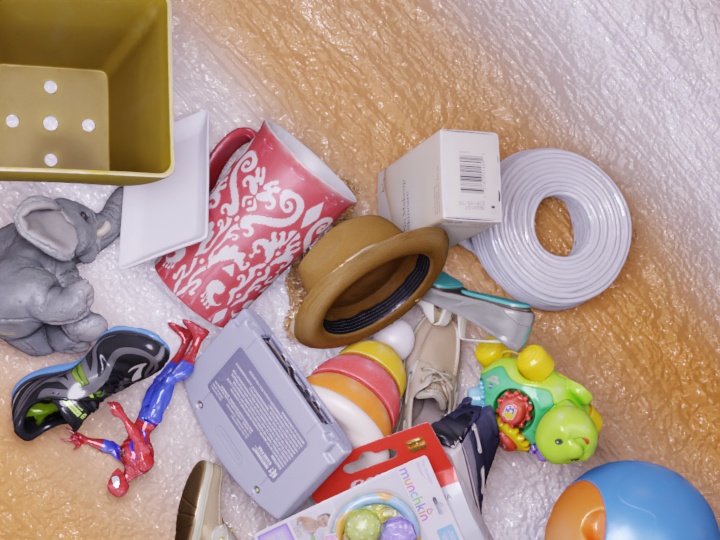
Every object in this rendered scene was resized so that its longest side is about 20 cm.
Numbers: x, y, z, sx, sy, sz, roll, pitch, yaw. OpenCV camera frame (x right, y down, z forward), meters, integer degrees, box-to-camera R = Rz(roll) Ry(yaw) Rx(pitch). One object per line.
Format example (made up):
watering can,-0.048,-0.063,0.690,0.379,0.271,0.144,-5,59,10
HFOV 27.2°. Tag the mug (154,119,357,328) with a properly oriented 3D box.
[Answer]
mug,-0.121,-0.052,1.631,0.133,0.178,0.200,39,99,-21

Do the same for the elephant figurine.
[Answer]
elephant figurine,-0.331,-0.019,1.577,0.141,0.155,0.200,-10,63,17

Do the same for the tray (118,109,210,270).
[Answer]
tray,-0.205,-0.085,1.605,0.022,0.107,0.200,53,24,-43

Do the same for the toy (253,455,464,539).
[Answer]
toy,0.002,0.289,1.557,0.200,0.047,0.115,-24,104,2

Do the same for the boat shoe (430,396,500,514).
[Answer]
boat shoe,0.123,0.236,1.674,0.093,0.075,0.200,-38,136,-35

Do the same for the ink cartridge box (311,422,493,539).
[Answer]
ink cartridge box,0.042,0.272,1.603,0.160,0.047,0.200,-22,120,12

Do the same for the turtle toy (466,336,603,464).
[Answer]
turtle toy,0.199,0.161,1.687,0.146,0.200,0.101,47,71,-27

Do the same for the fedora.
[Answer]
fedora,0.000,0.000,1.615,0.200,0.201,0.082,-26,61,-22

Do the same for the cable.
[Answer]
cable,0.232,-0.053,1.804,0.200,0.069,0.200,-44,96,-22

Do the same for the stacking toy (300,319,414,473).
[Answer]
stacking toy,0.003,0.129,1.676,0.146,0.146,0.200,43,50,-8

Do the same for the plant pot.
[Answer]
plant pot,-0.314,-0.177,1.571,0.200,0.176,0.200,1,79,-20

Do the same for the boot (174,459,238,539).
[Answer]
boot,-0.120,0.308,1.606,0.154,0.072,0.200,6,83,-18

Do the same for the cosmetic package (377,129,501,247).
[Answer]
cosmetic package,0.086,-0.084,1.687,0.073,0.200,0.104,3,78,-20

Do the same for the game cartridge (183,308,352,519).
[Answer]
game cartridge,-0.106,0.158,1.591,0.200,0.133,0.041,53,23,23

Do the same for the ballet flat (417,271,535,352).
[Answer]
ballet flat,0.108,0.042,1.697,0.067,0.200,0.064,2,106,-50

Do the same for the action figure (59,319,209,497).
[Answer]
action figure,-0.245,0.139,1.596,0.099,0.065,0.200,26,72,-23

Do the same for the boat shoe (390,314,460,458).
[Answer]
boat shoe,0.082,0.141,1.714,0.072,0.065,0.200,20,74,-15

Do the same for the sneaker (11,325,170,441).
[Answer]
sneaker,-0.276,0.122,1.531,0.071,0.199,0.083,49,24,-36

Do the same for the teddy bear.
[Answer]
teddy bear,-0.045,-0.012,1.705,0.145,0.067,0.200,-19,90,-9

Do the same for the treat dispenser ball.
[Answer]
treat dispenser ball,0.308,0.316,1.690,0.201,0.201,0.201,4,79,-19
